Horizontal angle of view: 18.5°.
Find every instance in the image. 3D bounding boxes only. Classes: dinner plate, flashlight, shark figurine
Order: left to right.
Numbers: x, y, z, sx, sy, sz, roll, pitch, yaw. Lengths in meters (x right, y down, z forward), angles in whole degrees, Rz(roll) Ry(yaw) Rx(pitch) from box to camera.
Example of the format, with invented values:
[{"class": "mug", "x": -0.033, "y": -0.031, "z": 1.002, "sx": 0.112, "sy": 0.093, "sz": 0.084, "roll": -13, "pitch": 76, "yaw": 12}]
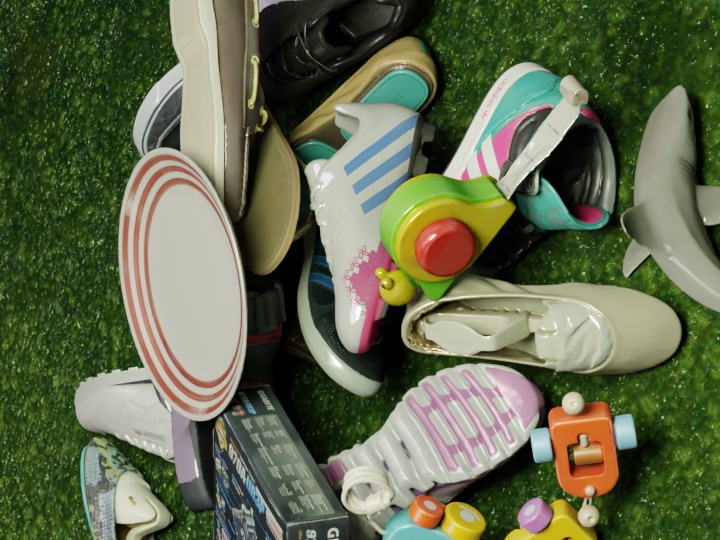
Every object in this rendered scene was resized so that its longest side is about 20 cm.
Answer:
[{"class": "dinner plate", "x": -0.124, "y": 0.009, "z": 1.601, "sx": 0.200, "sy": 0.024, "sz": 0.200, "roll": 22, "pitch": 115, "yaw": 57}, {"class": "flashlight", "x": -0.081, "y": 0.106, "z": 1.667, "sx": 0.068, "sy": 0.068, "sz": 0.200, "roll": 11, "pitch": 113, "yaw": 45}, {"class": "shark figurine", "x": 0.217, "y": -0.016, "z": 1.449, "sx": 0.128, "sy": 0.089, "sz": 0.214, "roll": -55, "pitch": 47, "yaw": 22}]

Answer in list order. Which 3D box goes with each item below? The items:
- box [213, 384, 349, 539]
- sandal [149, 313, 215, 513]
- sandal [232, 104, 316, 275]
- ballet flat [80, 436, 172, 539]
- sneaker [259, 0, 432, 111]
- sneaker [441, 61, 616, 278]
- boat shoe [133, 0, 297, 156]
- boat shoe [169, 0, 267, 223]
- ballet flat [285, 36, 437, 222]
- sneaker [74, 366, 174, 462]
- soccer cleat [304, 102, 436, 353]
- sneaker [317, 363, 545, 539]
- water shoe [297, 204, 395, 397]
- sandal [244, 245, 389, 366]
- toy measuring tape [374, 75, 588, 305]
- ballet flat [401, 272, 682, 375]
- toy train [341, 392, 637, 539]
[{"class": "box", "x": -0.059, "y": 0.195, "z": 1.558, "sx": 0.200, "sy": 0.046, "sz": 0.159, "roll": -128, "pitch": 35, "yaw": -60}, {"class": "sandal", "x": -0.141, "y": 0.087, "z": 1.688, "sx": 0.043, "sy": 0.076, "sz": 0.200, "roll": -12, "pitch": 64, "yaw": 13}, {"class": "sandal", "x": -0.057, "y": -0.063, "z": 1.652, "sx": 0.078, "sy": 0.070, "sz": 0.212, "roll": -51, "pitch": 35, "yaw": 21}, {"class": "ballet flat", "x": -0.180, "y": 0.227, "z": 1.793, "sx": 0.074, "sy": 0.074, "sz": 0.200, "roll": -22, "pitch": 71, "yaw": 39}, {"class": "sneaker", "x": -0.038, "y": -0.177, "z": 1.701, "sx": 0.200, "sy": 0.091, "sz": 0.076, "roll": -33, "pitch": 104, "yaw": 24}, {"class": "sneaker", "x": 0.116, "y": -0.039, "z": 1.558, "sx": 0.121, "sy": 0.084, "sz": 0.200, "roll": 34, "pitch": 103, "yaw": 53}, {"class": "boat shoe", "x": -0.108, "y": -0.143, "z": 1.809, "sx": 0.200, "sy": 0.072, "sz": 0.068, "roll": -39, "pitch": 54, "yaw": 22}, {"class": "boat shoe", "x": -0.098, "y": -0.128, "z": 1.621, "sx": 0.072, "sy": 0.060, "sz": 0.200, "roll": -25, "pitch": 68, "yaw": 59}, {"class": "ballet flat", "x": -0.011, "y": -0.108, "z": 1.720, "sx": 0.200, "sy": 0.069, "sz": 0.063, "roll": -38, "pitch": 28, "yaw": 28}, {"class": "sneaker", "x": -0.161, "y": 0.120, "z": 1.792, "sx": 0.200, "sy": 0.076, "sz": 0.081, "roll": -13, "pitch": 77, "yaw": 42}, {"class": "soccer cleat", "x": -0.005, "y": -0.033, "z": 1.587, "sx": 0.070, "sy": 0.086, "sz": 0.200, "roll": 97, "pitch": -174, "yaw": -62}, {"class": "sneaker", "x": 0.052, "y": 0.134, "z": 1.573, "sx": 0.200, "sy": 0.088, "sz": 0.081, "roll": -35, "pitch": 65, "yaw": 22}, {"class": "water shoe", "x": 0.000, "y": 0.000, "z": 1.637, "sx": 0.079, "sy": 0.071, "sz": 0.200, "roll": -38, "pitch": 41, "yaw": 31}, {"class": "sandal", "x": -0.053, "y": 0.030, "z": 1.721, "sx": 0.200, "sy": 0.055, "sz": 0.082, "roll": 30, "pitch": 63, "yaw": 30}, {"class": "toy measuring tape", "x": 0.070, "y": -0.058, "z": 1.490, "sx": 0.200, "sy": 0.074, "sz": 0.074, "roll": -52, "pitch": 49, "yaw": 16}, {"class": "ballet flat", "x": 0.117, "y": 0.042, "z": 1.509, "sx": 0.200, "sy": 0.069, "sz": 0.070, "roll": 5, "pitch": 83, "yaw": 28}, {"class": "toy train", "x": 0.093, "y": 0.148, "z": 1.489, "sx": 0.200, "sy": 0.150, "sz": 0.056, "roll": -13, "pitch": 29, "yaw": 8}]
